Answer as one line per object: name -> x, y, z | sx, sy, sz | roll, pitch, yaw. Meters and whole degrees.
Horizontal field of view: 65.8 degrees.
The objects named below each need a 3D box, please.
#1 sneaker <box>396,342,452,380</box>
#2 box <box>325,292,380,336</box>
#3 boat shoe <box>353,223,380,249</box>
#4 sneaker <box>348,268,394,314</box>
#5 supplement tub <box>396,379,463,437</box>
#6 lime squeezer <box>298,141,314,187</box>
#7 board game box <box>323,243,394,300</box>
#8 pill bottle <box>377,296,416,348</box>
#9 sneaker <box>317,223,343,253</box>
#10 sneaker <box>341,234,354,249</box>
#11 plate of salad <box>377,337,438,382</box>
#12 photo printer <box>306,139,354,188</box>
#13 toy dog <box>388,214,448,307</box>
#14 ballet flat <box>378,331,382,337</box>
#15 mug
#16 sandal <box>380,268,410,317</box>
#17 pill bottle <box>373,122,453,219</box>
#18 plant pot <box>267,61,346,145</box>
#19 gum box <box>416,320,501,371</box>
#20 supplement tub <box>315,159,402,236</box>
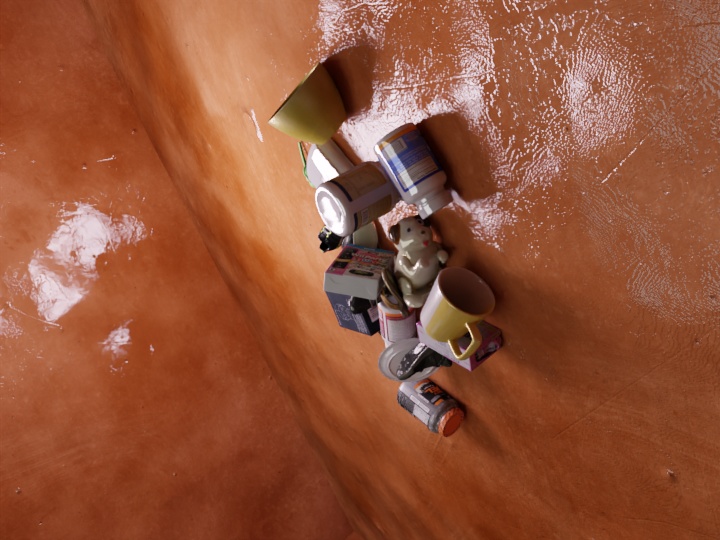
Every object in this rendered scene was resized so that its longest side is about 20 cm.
sneaker -> 0.195, 0.259, 1.589 | 0.114, 0.199, 0.076 | 35, -161, -21
box -> -0.005, 0.114, 1.837 | 0.200, 0.107, 0.149 | 8, 125, 57
boat shoe -> 0.023, -0.064, 1.644 | 0.061, 0.072, 0.201 | -82, -18, -70
sneaker -> 0.064, 0.059, 1.566 | 0.115, 0.200, 0.075 | 11, 133, 47
supplement tub -> 0.220, 0.426, 1.755 | 0.200, 0.122, 0.123 | 33, 144, 41
lime squeezer -> -0.150, -0.303, 1.732 | 0.200, 0.038, 0.071 | 54, 153, 12
board game box -> 0.000, 0.000, 1.525 | 0.147, 0.200, 0.064 | 10, 115, 12
pill bottle -> 0.113, 0.156, 1.673 | 0.110, 0.109, 0.200 | 35, 145, 40
sneaker -> -0.093, -0.118, 1.773 | 0.072, 0.083, 0.200 | 46, 151, 23
sneaker -> 0.002, -0.045, 1.714 | 0.091, 0.076, 0.200 | 32, 153, 32
plate of salad -> 0.150, 0.264, 1.668 | 0.048, 0.200, 0.200 | -98, 2, -49
photo printer -> -0.081, -0.275, 1.603 | 0.200, 0.069, 0.166 | 52, 153, 14
toy dog -> 0.145, -0.043, 1.412 | 0.194, 0.139, 0.200 | -127, 21, -56
ballet flat -> 0.126, 0.235, 1.793 | 0.200, 0.068, 0.068 | 46, 163, 46
mug -> 0.213, 0.106, 1.323 | 0.149, 0.187, 0.153 | 28, 132, -2
sandal -> 0.085, 0.071, 1.477 | 0.200, 0.054, 0.080 | 62, -172, -54
pill bottle -> 0.124, -0.221, 1.256 | 0.200, 0.112, 0.112 | 58, 154, 0
plant pot -> -0.120, -0.409, 1.433 | 0.142, 0.200, 0.200 | 40, 159, -19
gum box -> 0.255, 0.169, 1.433 | 0.200, 0.113, 0.066 | 27, 140, 47
supplement tub -> 0.002, -0.189, 1.401 | 0.144, 0.200, 0.145 | 41, 148, 32
